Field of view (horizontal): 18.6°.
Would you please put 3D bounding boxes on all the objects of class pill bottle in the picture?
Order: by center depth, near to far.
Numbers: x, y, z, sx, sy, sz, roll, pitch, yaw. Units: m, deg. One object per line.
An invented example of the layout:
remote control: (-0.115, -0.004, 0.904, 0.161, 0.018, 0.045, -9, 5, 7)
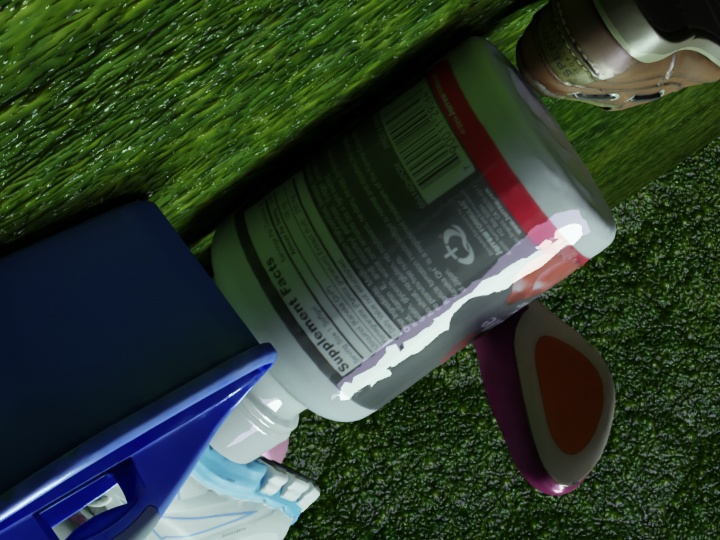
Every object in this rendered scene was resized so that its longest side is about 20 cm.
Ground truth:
pill bottle: (0.004, -0.003, 0.972, 0.199, 0.111, 0.111, -35, 175, 12)

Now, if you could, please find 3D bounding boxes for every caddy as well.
caddy: (-0.116, 0.061, 0.794, 0.141, 0.105, 0.200, -37, 175, 38)

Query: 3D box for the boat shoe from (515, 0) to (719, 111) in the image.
boat shoe: (0.128, -0.115, 1.041, 0.068, 0.072, 0.200, -32, 167, 24)

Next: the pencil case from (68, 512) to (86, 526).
pencil case: (-0.162, 0.140, 1.152, 0.201, 0.090, 0.083, -56, -175, 33)

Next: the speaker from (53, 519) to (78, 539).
speaker: (-0.159, 0.147, 1.022, 0.081, 0.081, 0.200, -35, 146, 4)

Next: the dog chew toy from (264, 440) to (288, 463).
dog chew toy: (-0.134, 0.159, 1.624, 0.200, 0.125, 0.125, -42, 177, -15)

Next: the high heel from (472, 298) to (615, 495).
high heel: (0.063, 0.047, 1.026, 0.096, 0.067, 0.201, -41, -155, 28)

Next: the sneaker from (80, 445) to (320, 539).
sneaker: (-0.101, 0.106, 1.006, 0.199, 0.075, 0.087, 30, 84, -43)
